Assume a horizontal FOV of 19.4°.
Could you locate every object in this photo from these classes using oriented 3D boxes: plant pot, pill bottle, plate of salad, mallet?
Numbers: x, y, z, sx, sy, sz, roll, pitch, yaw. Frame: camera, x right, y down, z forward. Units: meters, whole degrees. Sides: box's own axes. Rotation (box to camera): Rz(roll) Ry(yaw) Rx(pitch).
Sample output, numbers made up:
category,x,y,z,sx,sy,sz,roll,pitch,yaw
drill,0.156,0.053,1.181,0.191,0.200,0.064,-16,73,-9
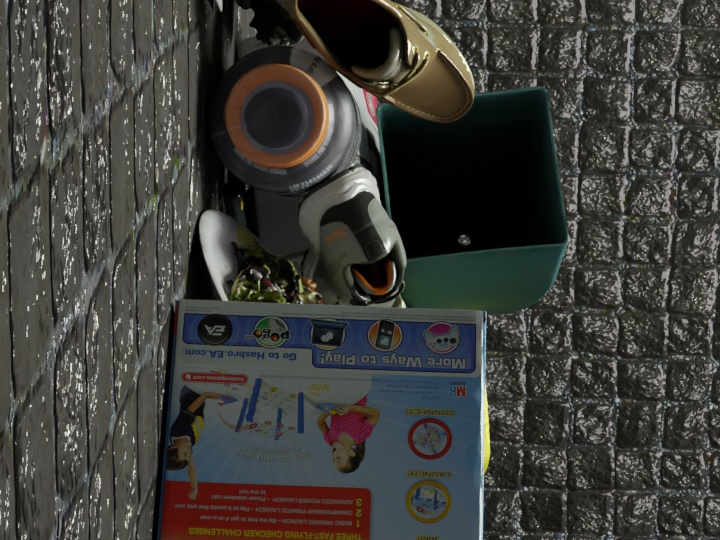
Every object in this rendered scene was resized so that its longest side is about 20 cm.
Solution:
category,x,y,z,sx,sy,sz,roll,pitch,yaw
plant pot,0.091,-0.040,1.765,0.200,0.140,0.142,86,-1,-68
pill bottle,-0.054,-0.108,1.537,0.200,0.106,0.107,-19,110,-88
plate of salad,-0.046,0.036,1.482,0.200,0.048,0.200,52,14,-18
mallet,-0.090,0.010,1.670,0.200,0.041,0.066,81,7,-58

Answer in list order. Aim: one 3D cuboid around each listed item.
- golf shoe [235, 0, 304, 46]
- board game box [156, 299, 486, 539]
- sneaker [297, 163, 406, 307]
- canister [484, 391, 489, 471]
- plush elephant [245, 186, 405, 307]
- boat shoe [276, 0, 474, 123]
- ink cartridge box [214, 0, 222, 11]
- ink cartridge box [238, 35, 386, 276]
category,x,y,z,sx,sy,sz,roll,pitch,yaw
golf shoe,-0.014,-0.207,1.603,0.200,0.088,0.077,28,-27,46
board game box,-0.022,0.120,1.305,0.056,0.199,0.197,91,2,-64
sneaker,0.000,0.000,1.572,0.080,0.074,0.200,59,-6,22
canister,0.013,0.107,1.729,0.200,0.086,0.149,9,74,-51
plush elephant,-0.019,-0.015,1.898,0.200,0.154,0.166,-78,170,-76
boat shoe,0.010,-0.156,1.480,0.074,0.200,0.067,-45,-145,18
ink cartridge box,-0.071,-0.292,1.488,0.117,0.067,0.201,76,16,-84
ink cartridge box,-0.032,-0.080,1.725,0.145,0.083,0.201,50,31,-65
